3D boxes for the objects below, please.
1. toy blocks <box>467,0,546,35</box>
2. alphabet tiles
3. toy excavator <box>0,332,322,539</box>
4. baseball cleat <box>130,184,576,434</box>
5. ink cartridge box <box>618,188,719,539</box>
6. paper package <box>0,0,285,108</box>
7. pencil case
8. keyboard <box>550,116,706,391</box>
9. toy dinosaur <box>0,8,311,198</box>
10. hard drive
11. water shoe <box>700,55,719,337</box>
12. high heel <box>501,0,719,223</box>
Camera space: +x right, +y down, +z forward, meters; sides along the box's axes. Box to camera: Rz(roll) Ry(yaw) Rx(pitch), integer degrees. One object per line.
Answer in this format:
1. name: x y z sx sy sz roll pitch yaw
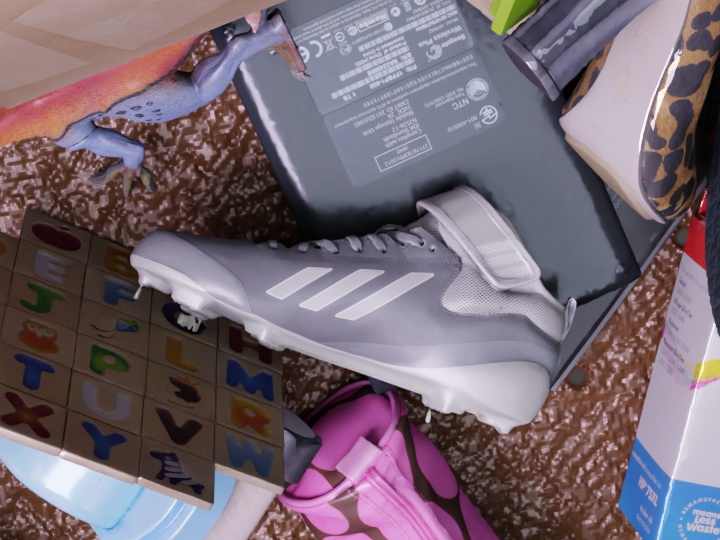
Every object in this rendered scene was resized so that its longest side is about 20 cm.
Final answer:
1. toy blocks: 0.073 -0.192 0.990 0.137 0.100 0.200 41 56 15
2. alphabet tiles: -0.110 0.034 0.988 0.166 0.200 0.006 22 113 -13
3. toy excavator: -0.144 0.048 1.029 0.200 0.194 0.100 27 102 -43
4. baseball cleat: 0.000 0.000 1.020 0.200 0.070 0.107 22 86 -12
5. ink cartridge box: 0.212 0.045 1.108 0.116 0.067 0.201 10 104 -11
6. paper package: -0.117 -0.181 0.888 0.103 0.200 0.191 15 67 -45
7. pencil case: 0.041 0.151 1.099 0.091 0.094 0.200 -37 107 3
8. keyboard: 0.096 -0.048 1.087 0.127 0.021 0.200 34 96 -13
9. toy dinosaur: -0.123 -0.098 0.977 0.181 0.200 0.105 -21 81 4
10. hard drive: 0.030 -0.059 1.051 0.139 0.033 0.200 -24 101 2
11. water shoe: 0.201 -0.046 1.027 0.079 0.072 0.201 -1 80 -8
12. high heel: 0.150 -0.100 0.984 0.143 0.071 0.200 -44 149 1
